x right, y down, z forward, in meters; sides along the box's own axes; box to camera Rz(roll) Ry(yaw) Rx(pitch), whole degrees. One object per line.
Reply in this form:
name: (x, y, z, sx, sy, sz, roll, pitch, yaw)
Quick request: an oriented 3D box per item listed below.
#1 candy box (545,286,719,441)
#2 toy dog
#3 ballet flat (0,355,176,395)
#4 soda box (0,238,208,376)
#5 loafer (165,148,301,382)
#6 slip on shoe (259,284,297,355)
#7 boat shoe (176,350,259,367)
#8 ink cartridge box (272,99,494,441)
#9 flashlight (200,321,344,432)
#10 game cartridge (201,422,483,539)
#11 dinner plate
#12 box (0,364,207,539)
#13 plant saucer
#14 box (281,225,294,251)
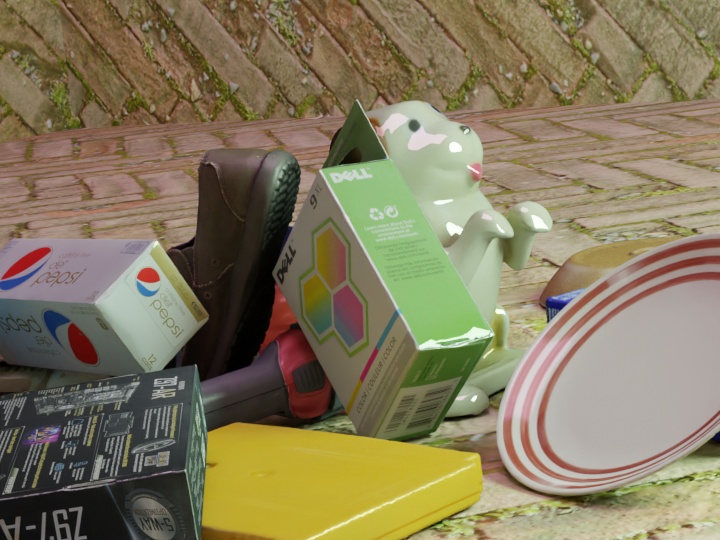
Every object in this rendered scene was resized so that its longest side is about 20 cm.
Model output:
candy box: (0.242, 0.045, 1.264, 0.168, 0.078, 0.199, -13, 13, -31)
toy dog: (0.043, -0.017, 1.383, 0.193, 0.202, 0.139, 4, 13, 44)
ballet flat: (-0.219, 0.081, 1.423, 0.199, 0.068, 0.075, -6, 29, 37)
soda box: (-0.189, 0.023, 1.337, 0.064, 0.068, 0.199, -47, 27, -26)
loafer: (-0.096, 0.002, 1.352, 0.070, 0.202, 0.073, 22, 22, 14)
slip on shoe: (-0.062, 0.041, 1.534, 0.073, 0.062, 0.200, -6, 10, -12)
boat shoe: (-0.144, 0.053, 1.481, 0.199, 0.072, 0.091, 0, 10, 31)
ink cartridge box: (0.000, 0.000, 1.273, 0.059, 0.201, 0.104, -9, -34, -31)
flashlight: (-0.091, 0.084, 1.294, 0.199, 0.068, 0.068, -17, 48, -34)
game cartridge: (-0.053, 0.127, 1.113, 0.199, 0.033, 0.176, 5, 14, 39)
dinner plate: (0.166, 0.057, 1.151, 0.199, 0.024, 0.201, -31, 26, 17)
box: (-0.164, 0.107, 1.069, 0.159, 0.044, 0.200, -9, 13, -2)
plant saucer: (0.246, 0.000, 1.665, 0.198, 0.036, 0.200, -5, 9, 1)
box: (-0.027, 0.007, 1.592, 0.121, 0.033, 0.200, 37, -10, -22)
